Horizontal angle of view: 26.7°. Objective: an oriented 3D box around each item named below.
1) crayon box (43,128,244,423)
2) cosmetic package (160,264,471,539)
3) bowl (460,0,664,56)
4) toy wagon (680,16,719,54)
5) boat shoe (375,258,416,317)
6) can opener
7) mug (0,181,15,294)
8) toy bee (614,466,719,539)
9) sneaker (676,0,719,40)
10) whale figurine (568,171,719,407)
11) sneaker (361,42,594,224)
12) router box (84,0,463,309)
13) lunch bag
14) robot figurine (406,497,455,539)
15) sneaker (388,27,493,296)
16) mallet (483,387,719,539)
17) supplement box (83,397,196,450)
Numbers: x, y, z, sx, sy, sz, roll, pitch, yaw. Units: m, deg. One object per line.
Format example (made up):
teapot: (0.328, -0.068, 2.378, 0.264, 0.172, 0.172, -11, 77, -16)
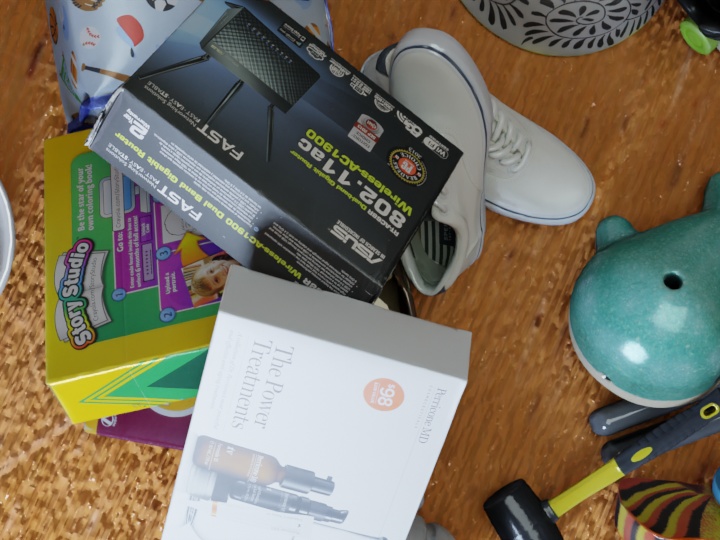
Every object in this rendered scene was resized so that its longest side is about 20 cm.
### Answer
crayon box: (-0.121, -0.014, 1.007, 0.171, 0.058, 0.201, -13, 54, 6)
cosmetic package: (-0.031, 0.105, 0.930, 0.149, 0.052, 0.201, 14, 126, -4)
bowl: (0.161, -0.268, 1.131, 0.198, 0.094, 0.203, 0, 87, -7)
toy wagon: (0.348, -0.184, 1.180, 0.155, 0.040, 0.200, -41, 93, -7)
boat shoe: (0.006, -0.002, 1.106, 0.074, 0.075, 0.204, -17, 89, -8)
can opener: (0.273, 0.096, 1.141, 0.198, 0.067, 0.054, -19, 89, -8)
mug: (-0.316, -0.028, 1.025, 0.186, 0.153, 0.150, 38, 83, -4)
toy bee: (0.290, 0.191, 1.107, 0.198, 0.109, 0.131, -20, 129, 13)
sneaker: (0.243, -0.252, 1.073, 0.098, 0.070, 0.202, -48, 123, -46)
whale figurine: (0.242, 0.004, 1.118, 0.159, 0.104, 0.200, 40, 72, 17)
sneaker: (0.087, -0.097, 1.116, 0.199, 0.071, 0.073, 29, 84, -5)
router box: (-0.049, -0.076, 0.950, 0.199, 0.062, 0.150, 37, 45, -4)
lunch bag: (-0.118, -0.197, 1.080, 0.198, 0.124, 0.172, -8, 88, -22)
robot figurine: (-0.007, 0.213, 1.074, 0.199, 0.113, 0.171, 26, 58, -5)
sneaker: (0.054, -0.069, 1.052, 0.072, 0.071, 0.201, 4, 130, 21)
mallet: (0.177, 0.139, 1.110, 0.200, 0.041, 0.066, -43, 88, 14)
supplement box: (-0.079, 0.074, 1.048, 0.198, 0.086, 0.112, 7, 87, 18)
